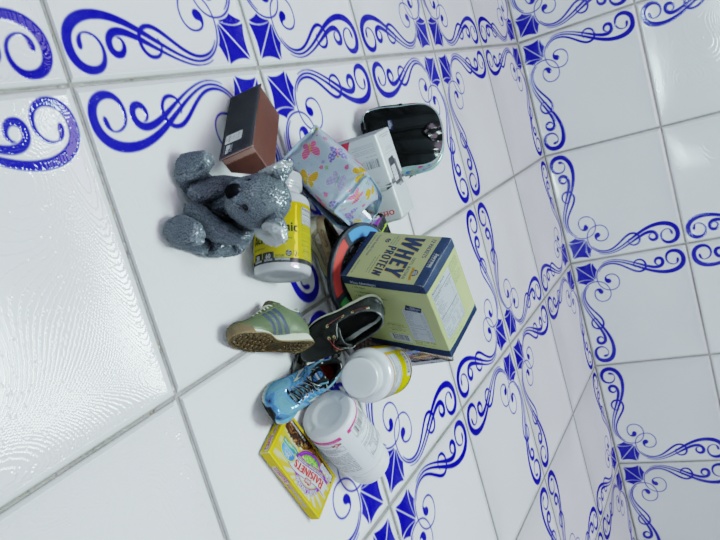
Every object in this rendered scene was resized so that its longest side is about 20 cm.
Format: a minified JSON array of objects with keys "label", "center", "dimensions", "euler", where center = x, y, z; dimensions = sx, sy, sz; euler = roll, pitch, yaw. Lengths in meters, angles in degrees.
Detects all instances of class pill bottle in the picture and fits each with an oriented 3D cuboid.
[{"label":"pill bottle","center":[0.031,0.210,1.511],"dimensions":[0.200,0.108,0.111],"euler":[7,74,-70]},{"label":"pill bottle","center":[-0.023,0.340,1.485],"dimensions":[0.201,0.112,0.114],"euler":[58,37,-39]},{"label":"pill bottle","center":[-0.150,-0.085,1.414],"dimensions":[0.111,0.110,0.203],"euler":[20,63,-56]}]

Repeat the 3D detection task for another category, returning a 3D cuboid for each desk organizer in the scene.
[{"label":"desk organizer","center":[-0.202,-0.251,1.371],"dimensions":[0.077,0.071,0.201],"euler":[55,23,-40]}]

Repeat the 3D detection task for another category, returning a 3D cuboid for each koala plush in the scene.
[{"label":"koala plush","center":[-0.197,-0.111,1.255],"dimensions":[0.183,0.198,0.179],"euler":[32,53,-51]}]

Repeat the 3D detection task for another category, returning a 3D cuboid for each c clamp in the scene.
[{"label":"c clamp","center":[-0.076,0.201,1.529],"dimensions":[0.172,0.027,0.201],"euler":[57,38,-31]}]

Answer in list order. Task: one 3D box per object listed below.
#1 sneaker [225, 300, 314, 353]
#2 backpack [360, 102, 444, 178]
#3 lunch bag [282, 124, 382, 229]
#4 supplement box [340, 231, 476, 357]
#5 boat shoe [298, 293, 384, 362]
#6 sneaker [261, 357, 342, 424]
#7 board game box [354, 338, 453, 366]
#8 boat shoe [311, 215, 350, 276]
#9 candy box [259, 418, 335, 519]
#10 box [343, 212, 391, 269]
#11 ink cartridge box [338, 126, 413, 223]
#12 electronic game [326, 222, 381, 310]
[{"label":"sneaker","center":[-0.175,0.099,1.371],"dimensions":[0.199,0.067,0.091],"euler":[13,48,-47]},{"label":"backpack","center":[0.113,-0.324,1.851],"dimensions":[0.151,0.198,0.180],"euler":[26,56,-77]},{"label":"lunch bag","center":[-0.050,-0.179,1.532],"dimensions":[0.170,0.127,0.200],"euler":[45,3,16]},{"label":"supplement box","center":[0.100,0.045,1.489],"dimensions":[0.135,0.198,0.201],"euler":[-56,137,-34]},{"label":"boat shoe","center":[-0.041,0.120,1.427],"dimensions":[0.074,0.200,0.063],"euler":[51,15,-23]},{"label":"sneaker","center":[-0.106,0.213,1.387],"dimensions":[0.079,0.090,0.200],"euler":[53,40,3]},{"label":"board game box","center":[0.102,0.161,1.713],"dimensions":[0.199,0.158,0.098],"euler":[22,61,-56]},{"label":"boat shoe","center":[-0.056,-0.037,1.602],"dimensions":[0.201,0.064,0.072],"euler":[55,39,-37]},{"label":"candy box","center":[-0.116,0.372,1.410],"dimensions":[0.201,0.026,0.103],"euler":[60,37,-29]},{"label":"box","center":[0.015,-0.009,1.649],"dimensions":[0.201,0.036,0.143],"euler":[-61,151,-22]},{"label":"ink cartridge box","center":[0.020,-0.208,1.705],"dimensions":[0.083,0.144,0.202],"euler":[-43,117,-58]},{"label":"electronic game","center":[0.000,0.000,1.549],"dimensions":[0.199,0.041,0.203],"euler":[-11,104,-49]}]
